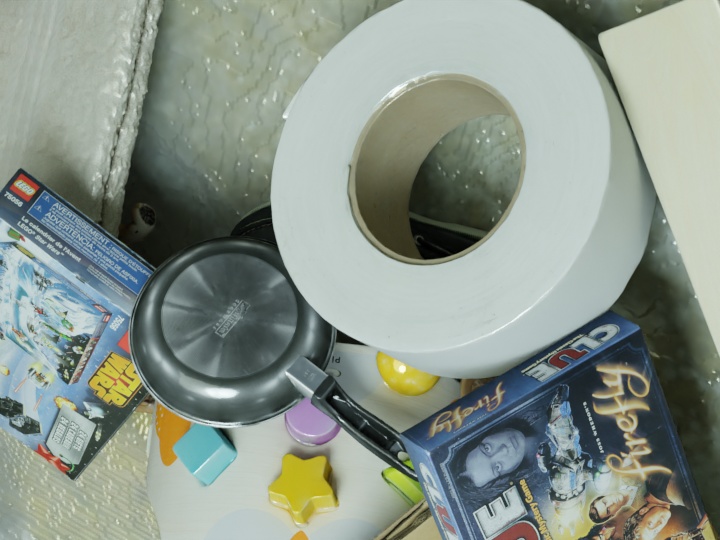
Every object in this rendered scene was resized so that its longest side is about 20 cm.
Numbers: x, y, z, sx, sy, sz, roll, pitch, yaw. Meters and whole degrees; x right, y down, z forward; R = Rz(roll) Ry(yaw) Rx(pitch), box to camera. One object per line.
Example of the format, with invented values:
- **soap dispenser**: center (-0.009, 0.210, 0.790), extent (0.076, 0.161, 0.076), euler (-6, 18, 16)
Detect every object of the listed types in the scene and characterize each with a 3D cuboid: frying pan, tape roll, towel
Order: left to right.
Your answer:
- **towel**: center (-0.181, -0.107, 1.613), extent (0.132, 0.034, 0.201), euler (11, 88, 34)
- **frying pan**: center (-0.052, 0.059, 1.478), extent (0.190, 0.115, 0.031), euler (57, 168, 23)
- **tape roll**: center (0.054, -0.046, 1.462), extent (0.202, 0.071, 0.203), euler (-8, 73, 27)

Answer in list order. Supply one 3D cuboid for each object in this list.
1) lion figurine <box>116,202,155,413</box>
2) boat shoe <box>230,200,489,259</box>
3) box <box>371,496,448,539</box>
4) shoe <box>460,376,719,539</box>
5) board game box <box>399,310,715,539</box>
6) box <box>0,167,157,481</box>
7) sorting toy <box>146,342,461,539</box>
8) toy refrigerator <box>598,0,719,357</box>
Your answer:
- **lion figurine**: center (-0.159, 0.027, 1.662), extent (0.122, 0.072, 0.200), euler (-23, 95, 37)
- **boat shoe**: center (0.000, 0.002, 1.561), extent (0.199, 0.066, 0.075), euler (15, 112, 26)
- **box**: center (0.075, 0.203, 1.474), extent (0.021, 0.163, 0.200), euler (26, 149, 58)
- **shoe**: center (0.137, 0.111, 1.522), extent (0.070, 0.053, 0.200), euler (-39, 98, 24)
- **board game box**: center (0.116, 0.141, 1.444), extent (0.035, 0.135, 0.200), euler (30, 146, 61)
- **box**: center (-0.183, 0.036, 1.602), extent (0.137, 0.040, 0.200), euler (38, 145, -4)
- **sorting toy**: center (-0.029, 0.137, 1.506), extent (0.199, 0.180, 0.107), euler (5, 151, 3)
- **toy refrigerator**: center (0.204, -0.048, 1.426), extent (0.076, 0.070, 0.201), euler (-20, 92, 37)
